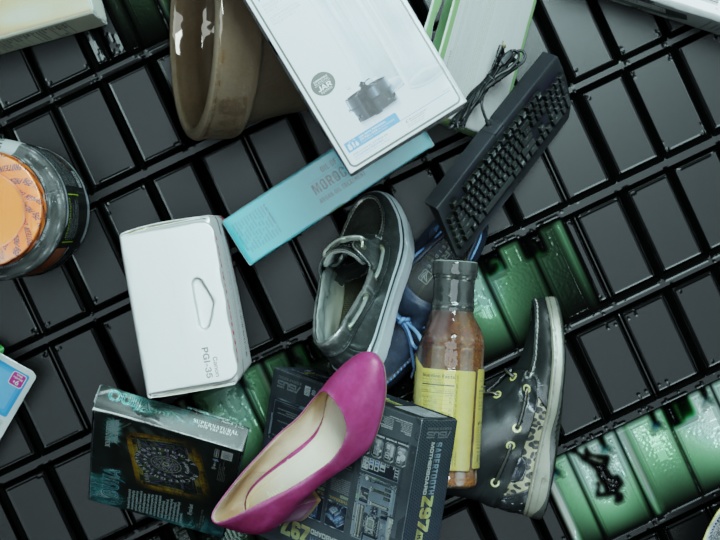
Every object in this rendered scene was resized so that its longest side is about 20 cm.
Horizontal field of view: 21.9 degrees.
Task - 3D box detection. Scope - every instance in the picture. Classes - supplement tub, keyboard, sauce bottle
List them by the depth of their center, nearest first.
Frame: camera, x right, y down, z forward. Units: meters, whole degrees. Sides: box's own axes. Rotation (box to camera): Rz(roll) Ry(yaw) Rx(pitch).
[{"bbox_3d":[-0.311,-0.053,1.637,0.122,0.200,0.123,0,91,0],"label":"supplement tub"},{"bbox_3d":[0.080,0.092,1.650,0.066,0.066,0.201,5,87,0],"label":"sauce bottle"},{"bbox_3d":[0.122,-0.120,1.657,0.200,0.021,0.127,-52,134,-24],"label":"keyboard"}]

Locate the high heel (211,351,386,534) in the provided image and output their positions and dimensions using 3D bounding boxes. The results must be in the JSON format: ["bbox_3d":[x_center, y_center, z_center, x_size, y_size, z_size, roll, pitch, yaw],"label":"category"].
[{"bbox_3d":[-0.053,0.148,1.589,0.200,0.096,0.067,-54,55,32],"label":"high heel"}]

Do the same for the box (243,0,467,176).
[{"bbox_3d":[-0.013,-0.191,1.512,0.116,0.060,0.201,-30,90,2],"label":"box"}]

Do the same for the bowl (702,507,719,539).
[{"bbox_3d":[0.398,0.271,1.701,0.199,0.094,0.202,0,92,-1],"label":"bowl"}]

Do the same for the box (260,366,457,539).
[{"bbox_3d":[-0.010,0.184,1.653,0.051,0.199,0.159,5,97,-44],"label":"box"}]

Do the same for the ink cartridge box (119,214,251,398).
[{"bbox_3d":[-0.152,0.028,1.639,0.082,0.200,0.147,-10,91,0],"label":"ink cartridge box"}]

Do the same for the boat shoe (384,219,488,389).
[{"bbox_3d":[0.046,0.022,1.706,0.084,0.069,0.201,27,91,-1],"label":"boat shoe"}]

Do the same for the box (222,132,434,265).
[{"bbox_3d":[-0.029,-0.079,1.697,0.199,0.082,0.049,-33,92,1],"label":"box"}]

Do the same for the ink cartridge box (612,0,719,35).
[{"bbox_3d":[0.290,-0.307,1.691,0.199,0.084,0.146,18,91,-1],"label":"ink cartridge box"}]

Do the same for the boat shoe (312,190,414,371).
[{"bbox_3d":[0.000,0.000,1.656,0.072,0.071,0.201,-17,47,27],"label":"boat shoe"}]

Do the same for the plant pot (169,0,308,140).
[{"bbox_3d":[-0.067,-0.215,1.654,0.173,0.200,0.202,1,91,-17],"label":"plant pot"}]

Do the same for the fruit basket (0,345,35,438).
[{"bbox_3d":[-0.422,0.131,1.697,0.185,0.094,0.201,32,94,-1],"label":"fruit basket"}]

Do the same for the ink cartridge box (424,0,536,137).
[{"bbox_3d":[0.084,-0.203,1.638,0.048,0.200,0.146,16,92,30],"label":"ink cartridge box"}]

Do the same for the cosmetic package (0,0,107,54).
[{"bbox_3d":[-0.338,-0.235,1.682,0.199,0.105,0.072,-16,91,-1],"label":"cosmetic package"}]

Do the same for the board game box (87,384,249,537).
[{"bbox_3d":[-0.174,0.172,1.652,0.134,0.200,0.028,16,59,-1],"label":"board game box"}]

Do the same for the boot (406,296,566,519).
[{"bbox_3d":[0.108,0.120,1.708,0.153,0.073,0.205,6,90,3],"label":"boot"}]
